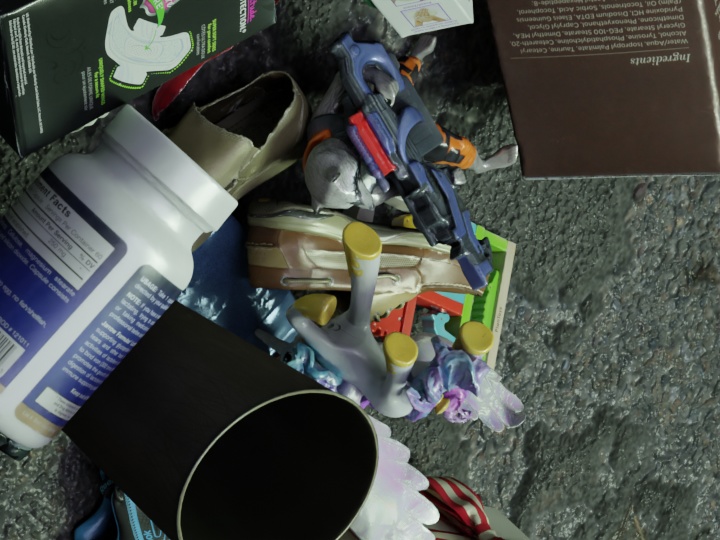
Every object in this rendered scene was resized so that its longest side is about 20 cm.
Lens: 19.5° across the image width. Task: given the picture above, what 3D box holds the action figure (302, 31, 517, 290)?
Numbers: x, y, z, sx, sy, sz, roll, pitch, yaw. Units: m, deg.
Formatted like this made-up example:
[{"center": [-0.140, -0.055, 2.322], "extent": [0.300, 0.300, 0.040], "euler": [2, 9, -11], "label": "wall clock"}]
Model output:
[{"center": [0.031, -0.073, 1.503], "extent": [0.193, 0.104, 0.201], "euler": [-25, 89, -50], "label": "action figure"}]

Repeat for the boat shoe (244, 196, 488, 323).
[{"center": [0.000, 0.000, 1.520], "extent": [0.198, 0.075, 0.075], "euler": [12, 87, -29], "label": "boat shoe"}]

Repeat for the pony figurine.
[{"center": [0.019, 0.076, 1.442], "extent": [0.193, 0.200, 0.167], "euler": [39, 62, 2], "label": "pony figurine"}]

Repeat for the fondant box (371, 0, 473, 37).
[{"center": [0.012, -0.263, 1.362], "extent": [0.200, 0.058, 0.146], "euler": [41, 43, -57], "label": "fondant box"}]

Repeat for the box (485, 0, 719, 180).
[{"center": [0.197, -0.195, 1.553], "extent": [0.166, 0.163, 0.202], "euler": [-60, 143, -51], "label": "box"}]

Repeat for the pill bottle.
[{"center": [-0.175, 0.001, 1.300], "extent": [0.200, 0.116, 0.116], "euler": [-48, 129, -1], "label": "pill bottle"}]

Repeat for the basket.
[{"center": [-0.116, 0.095, 1.371], "extent": [0.180, 0.199, 0.137], "euler": [11, 106, -52], "label": "basket"}]

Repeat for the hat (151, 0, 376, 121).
[{"center": [-0.074, -0.244, 1.459], "extent": [0.201, 0.174, 0.167], "euler": [-74, 147, -47], "label": "hat"}]

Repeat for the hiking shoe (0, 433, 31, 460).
[{"center": [-0.266, 0.040, 1.395], "extent": [0.087, 0.074, 0.200], "euler": [-54, 140, -17], "label": "hiking shoe"}]

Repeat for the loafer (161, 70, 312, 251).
[{"center": [-0.112, -0.076, 1.452], "extent": [0.200, 0.076, 0.068], "euler": [-43, 152, -29], "label": "loafer"}]

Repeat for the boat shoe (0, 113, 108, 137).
[{"center": [-0.191, -0.125, 1.385], "extent": [0.200, 0.071, 0.070], "euler": [-40, 125, -27], "label": "boat shoe"}]

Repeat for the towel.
[{"center": [-0.095, 0.046, 1.535], "extent": [0.112, 0.048, 0.201], "euler": [-46, 129, -15], "label": "towel"}]

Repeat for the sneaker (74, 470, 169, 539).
[{"center": [-0.139, 0.147, 1.496], "extent": [0.081, 0.073, 0.201], "euler": [10, 122, -28], "label": "sneaker"}]

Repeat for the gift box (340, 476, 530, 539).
[{"center": [0.074, 0.277, 1.675], "extent": [0.199, 0.184, 0.188], "euler": [10, 110, -43], "label": "gift box"}]

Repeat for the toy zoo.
[{"center": [0.038, 0.010, 1.612], "extent": [0.199, 0.020, 0.133], "euler": [23, 72, -40], "label": "toy zoo"}]

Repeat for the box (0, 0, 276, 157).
[{"center": [-0.171, -0.196, 1.298], "extent": [0.199, 0.149, 0.125], "euler": [-30, 149, -24], "label": "box"}]
